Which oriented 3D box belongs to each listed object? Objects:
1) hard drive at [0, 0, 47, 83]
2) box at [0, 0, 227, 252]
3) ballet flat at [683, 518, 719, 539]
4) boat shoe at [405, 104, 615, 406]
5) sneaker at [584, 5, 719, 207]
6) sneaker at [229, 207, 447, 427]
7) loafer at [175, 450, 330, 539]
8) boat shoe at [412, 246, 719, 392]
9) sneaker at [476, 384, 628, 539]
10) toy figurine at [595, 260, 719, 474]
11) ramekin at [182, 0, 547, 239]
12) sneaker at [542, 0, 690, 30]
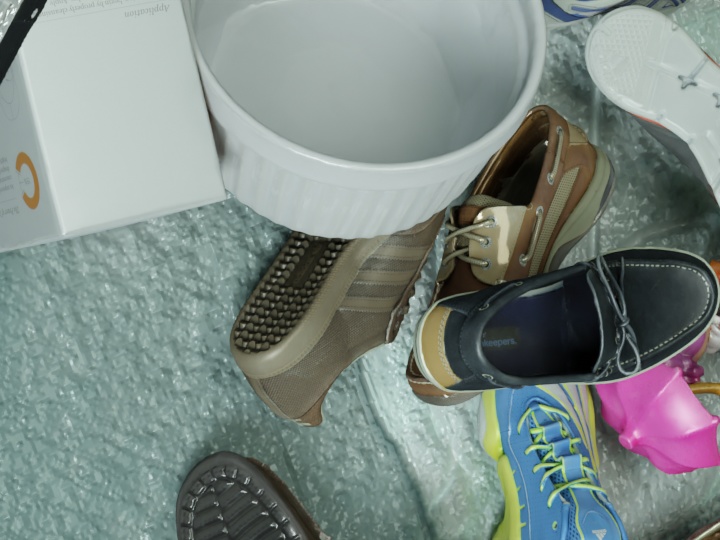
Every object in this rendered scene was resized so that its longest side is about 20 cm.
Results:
[{"bbox_3d":[-0.246,-0.107,1.113,0.139,0.038,0.201,33,100,7],"label":"hard drive"},{"bbox_3d":[-0.156,-0.118,1.190,0.097,0.124,0.201,-14,93,-28],"label":"box"},{"bbox_3d":[0.190,0.185,1.333,0.200,0.062,0.068,-41,78,4],"label":"ballet flat"},{"bbox_3d":[0.075,-0.012,1.327,0.072,0.076,0.200,51,55,-33],"label":"boat shoe"},{"bbox_3d":[0.220,-0.087,1.397,0.077,0.082,0.200,-44,92,5],"label":"sneaker"},{"bbox_3d":[0.000,0.000,1.308,0.200,0.070,0.076,-50,133,-24],"label":"sneaker"},{"bbox_3d":[-0.032,0.186,1.273,0.073,0.071,0.200,-31,95,18],"label":"loafer"},{"bbox_3d":[0.126,0.029,1.277,0.199,0.062,0.075,-9,92,-30],"label":"boat shoe"},{"bbox_3d":[0.122,0.124,1.328,0.075,0.105,0.201,0,86,-28],"label":"sneaker"},{"bbox_3d":[0.229,0.051,1.391,0.183,0.150,0.201,1,64,-18],"label":"toy figurine"},{"bbox_3d":[-0.006,-0.112,1.245,0.199,0.105,0.201,5,60,-9],"label":"ramekin"},{"bbox_3d":[0.166,-0.187,1.386,0.199,0.088,0.076,-21,94,-29],"label":"sneaker"}]
